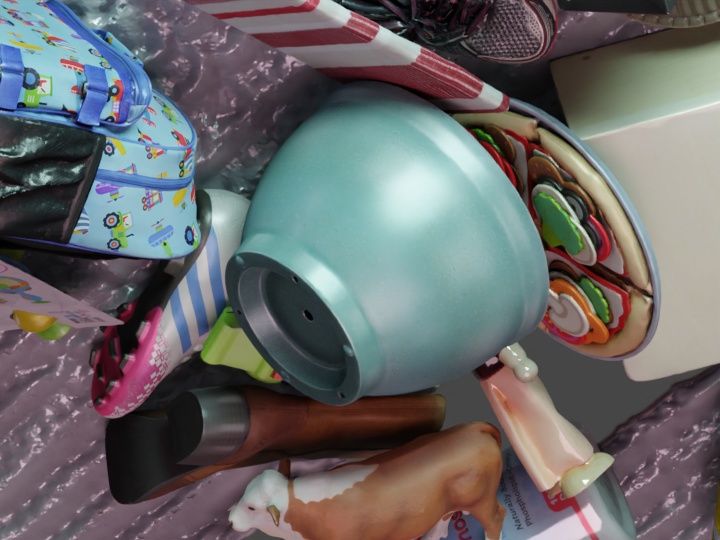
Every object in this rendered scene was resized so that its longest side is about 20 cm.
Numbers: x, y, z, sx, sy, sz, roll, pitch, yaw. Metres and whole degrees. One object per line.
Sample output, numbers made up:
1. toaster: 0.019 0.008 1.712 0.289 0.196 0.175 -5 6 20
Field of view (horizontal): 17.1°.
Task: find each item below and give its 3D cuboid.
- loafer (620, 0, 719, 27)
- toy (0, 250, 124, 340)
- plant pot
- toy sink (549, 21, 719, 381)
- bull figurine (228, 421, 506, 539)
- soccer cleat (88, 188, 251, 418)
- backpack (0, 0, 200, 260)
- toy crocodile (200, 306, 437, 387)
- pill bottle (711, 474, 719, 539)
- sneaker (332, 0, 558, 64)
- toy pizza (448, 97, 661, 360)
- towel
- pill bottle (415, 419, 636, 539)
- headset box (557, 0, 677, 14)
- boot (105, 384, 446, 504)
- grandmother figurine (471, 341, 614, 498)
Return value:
1. loafer: 0.239 -0.206 1.494 0.199 0.068 0.076 -8 129 19
2. toy: -0.249 -0.007 1.554 0.115 0.047 0.200 -3 158 26
3. plant pot: 0.000 0.000 1.509 0.134 0.200 0.201 -39 135 -29
4. toy sink: 0.211 -0.049 1.583 0.130 0.112 0.200 -15 123 4
5. bull figurine: 0.011 0.169 1.653 0.199 0.065 0.122 -17 126 -13
6. soccer cleat: -0.116 0.031 1.626 0.086 0.070 0.200 14 127 -26
7. backpack: -0.185 -0.084 1.463 0.200 0.183 0.135 10 110 -32
8. toy crocodile: -0.022 0.052 1.639 0.200 0.062 0.068 6 130 -43
9. pill bottle: 0.318 0.143 1.746 0.111 0.111 0.200 -4 128 -5
10. sneaker: 0.032 -0.169 1.486 0.200 0.075 0.081 18 123 -21
11. toy pizza: 0.114 -0.022 1.548 0.032 0.200 0.201 -35 134 -26
12. towel: -0.020 -0.146 1.467 0.200 0.144 0.023 26 83 -25
13. pill bottle: 0.093 0.198 1.760 0.200 0.109 0.109 -28 126 13
14. headset box: 0.164 -0.266 1.368 0.077 0.200 0.149 8 137 33
15. boot: -0.066 0.117 1.704 0.200 0.069 0.188 0 156 -33
16. grandmother figurine: 0.093 0.065 1.643 0.061 0.121 0.200 -39 94 -20
